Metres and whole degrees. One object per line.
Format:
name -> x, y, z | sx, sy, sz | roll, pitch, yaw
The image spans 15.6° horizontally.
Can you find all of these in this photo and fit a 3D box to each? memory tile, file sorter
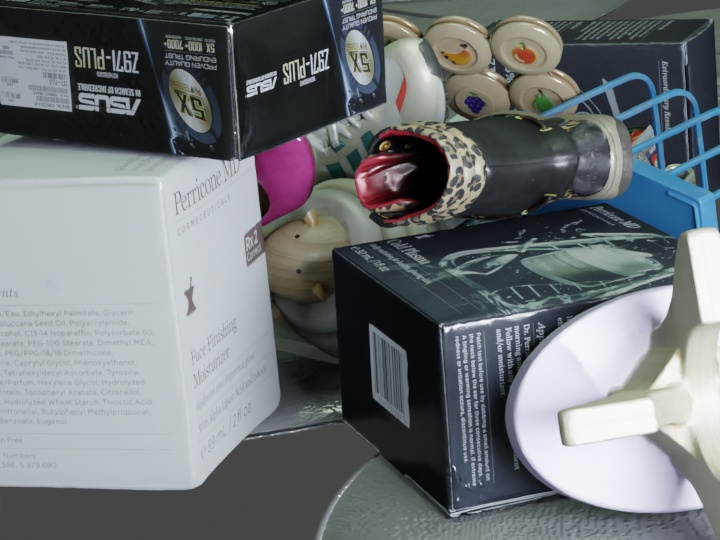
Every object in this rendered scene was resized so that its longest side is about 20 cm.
memory tile -> 0.059, -0.122, 1.847 | 0.199, 0.154, 0.017 | 2, 51, 22
file sorter -> 0.215, -0.037, 1.760 | 0.122, 0.140, 0.200 | -26, 31, -25

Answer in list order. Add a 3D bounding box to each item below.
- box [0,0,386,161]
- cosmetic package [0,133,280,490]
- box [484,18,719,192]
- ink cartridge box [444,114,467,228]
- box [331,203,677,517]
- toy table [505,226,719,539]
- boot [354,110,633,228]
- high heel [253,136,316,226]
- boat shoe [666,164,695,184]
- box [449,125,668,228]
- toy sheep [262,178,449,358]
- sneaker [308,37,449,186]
box -> -0.110, -0.136, 1.651 | 0.199, 0.087, 0.164 | 8, 20, 33
cosmetic package -> -0.160, 0.017, 1.661 | 0.164, 0.201, 0.165 | 0, 17, 18
box -> 0.188, -0.124, 2.142 | 0.199, 0.149, 0.104 | 2, 17, 21
ink cartridge box -> 0.005, -0.050, 1.984 | 0.199, 0.044, 0.174 | -34, 25, -9
box -> 0.107, 0.049, 1.614 | 0.195, 0.125, 0.200 | -8, 16, -18
toy table -> 0.189, 0.069, 1.446 | 0.199, 0.185, 0.117 | -21, 3, -11
boot -> 0.061, -0.064, 1.692 | 0.150, 0.074, 0.199 | -7, 5, -37
high heel -> -0.095, -0.044, 1.745 | 0.096, 0.068, 0.200 | -32, -7, -26
boat shoe -> 0.200, -0.029, 1.955 | 0.072, 0.062, 0.200 | 3, 18, 26
box -> 0.115, -0.049, 1.963 | 0.199, 0.040, 0.137 | -4, 33, 46
toy sheep -> 0.000, 0.000, 1.809 | 0.137, 0.139, 0.199 | 8, 3, 38
sneaker -> -0.017, -0.091, 1.813 | 0.093, 0.071, 0.200 | -14, -16, -35
